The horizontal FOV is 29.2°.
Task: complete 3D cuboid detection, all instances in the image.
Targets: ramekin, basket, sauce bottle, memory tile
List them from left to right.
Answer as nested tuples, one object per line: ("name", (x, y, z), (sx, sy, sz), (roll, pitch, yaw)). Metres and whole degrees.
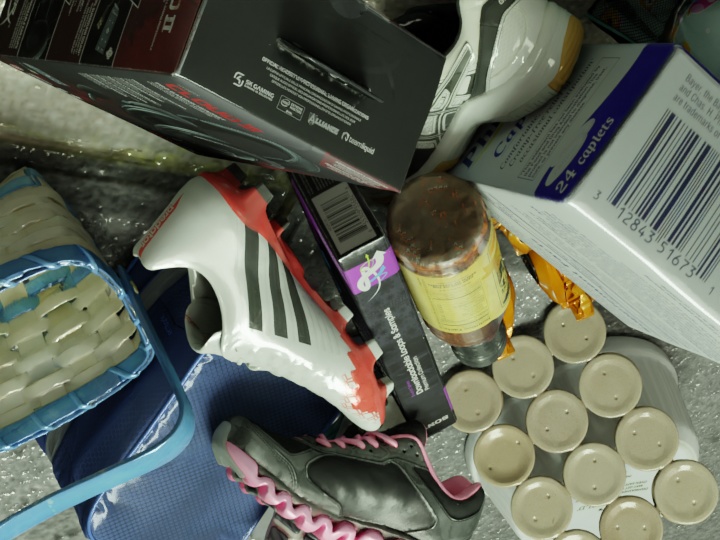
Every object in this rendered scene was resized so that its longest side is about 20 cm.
("basket", (-0.194, 0.055, 0.783), (0.175, 0.201, 0.140), (-25, 140, 1))
("sauce bottle", (0.062, 0.008, 0.878), (0.065, 0.067, 0.200), (-26, 155, 0))
("memory tile", (0.169, 0.138, 1.084), (0.152, 0.201, 0.017), (-35, 172, 7))
("ramekin", (0.197, 0.158, 1.178), (0.200, 0.095, 0.204), (-15, 138, -14))

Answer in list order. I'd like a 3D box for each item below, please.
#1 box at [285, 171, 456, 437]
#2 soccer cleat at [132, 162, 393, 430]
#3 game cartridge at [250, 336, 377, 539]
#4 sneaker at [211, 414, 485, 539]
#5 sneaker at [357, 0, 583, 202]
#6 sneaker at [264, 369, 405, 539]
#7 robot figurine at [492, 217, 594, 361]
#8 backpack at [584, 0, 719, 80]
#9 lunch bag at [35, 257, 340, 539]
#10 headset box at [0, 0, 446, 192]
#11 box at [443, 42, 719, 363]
("box", (0.000, 0.000, 0.872), (0.036, 0.144, 0.201), (-27, 139, -2))
("soccer cleat", (-0.053, 0.031, 0.791), (0.085, 0.069, 0.201), (-40, 124, -10))
("game cartridge", (-0.027, 0.129, 1.080), (0.128, 0.039, 0.202), (-6, 136, -17))
("sneaker", (-0.001, 0.128, 0.865), (0.199, 0.079, 0.096), (33, 82, -25))
("sneaker", (0.042, -0.115, 0.822), (0.087, 0.076, 0.200), (33, 140, -18))
("sneaker", (-0.014, 0.155, 0.967), (0.077, 0.200, 0.080), (42, 129, -3))
("robot figurine", (0.108, -0.029, 0.964), (0.144, 0.059, 0.201), (-26, 140, -4))
("backpack", (0.257, -0.150, 0.807), (0.174, 0.201, 0.154), (7, 125, -31))
("lunch bag", (-0.121, 0.090, 0.909), (0.135, 0.132, 0.201), (28, 104, -44))
("headset box", (-0.068, -0.106, 0.683), (0.148, 0.199, 0.078), (24, 85, -43))
("box", (0.169, -0.039, 0.805), (0.183, 0.200, 0.106), (37, 87, -19))
